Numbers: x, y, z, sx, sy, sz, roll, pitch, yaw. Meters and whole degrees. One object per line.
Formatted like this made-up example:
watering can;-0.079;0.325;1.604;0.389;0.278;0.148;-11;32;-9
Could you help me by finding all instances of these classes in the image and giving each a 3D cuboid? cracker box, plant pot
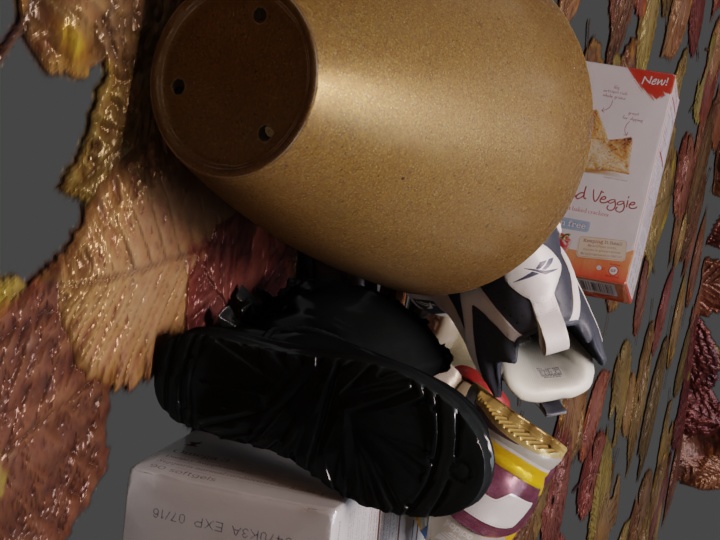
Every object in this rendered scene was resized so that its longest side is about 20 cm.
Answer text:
cracker box;0.191;-0.083;1.600;0.058;0.134;0.200;57;46;-66
plant pot;-0.009;-0.082;0.910;0.200;0.186;0.187;2;99;-60

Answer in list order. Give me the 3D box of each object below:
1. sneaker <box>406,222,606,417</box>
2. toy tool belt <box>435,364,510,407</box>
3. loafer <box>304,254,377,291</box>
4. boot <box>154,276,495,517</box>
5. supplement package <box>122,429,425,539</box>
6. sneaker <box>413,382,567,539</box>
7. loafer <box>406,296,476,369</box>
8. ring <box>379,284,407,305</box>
sneaker;0.083;0.030;1.065;0.199;0.079;0.130;128;-55;-68
toy tool belt;0.033;0.137;1.228;0.123;0.125;0.200;-50;178;-15
loafer;0.000;0.000;1.144;0.072;0.063;0.200;-31;130;-67
boot;0.003;0.060;0.978;0.162;0.198;0.073;-19;122;-64
supplement package;-0.040;0.148;1.014;0.200;0.117;0.117;-26;123;-70
sneaker;0.066;0.120;1.049;0.090;0.075;0.200;-55;171;0
loafer;0.067;0.044;1.288;0.200;0.068;0.076;163;-58;-85
ring;0.031;-0.033;1.242;0.200;0.019;0.201;10;90;-87
